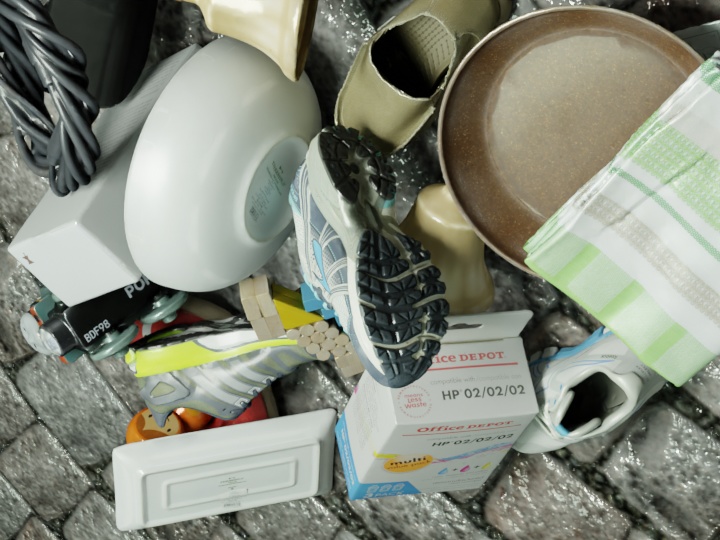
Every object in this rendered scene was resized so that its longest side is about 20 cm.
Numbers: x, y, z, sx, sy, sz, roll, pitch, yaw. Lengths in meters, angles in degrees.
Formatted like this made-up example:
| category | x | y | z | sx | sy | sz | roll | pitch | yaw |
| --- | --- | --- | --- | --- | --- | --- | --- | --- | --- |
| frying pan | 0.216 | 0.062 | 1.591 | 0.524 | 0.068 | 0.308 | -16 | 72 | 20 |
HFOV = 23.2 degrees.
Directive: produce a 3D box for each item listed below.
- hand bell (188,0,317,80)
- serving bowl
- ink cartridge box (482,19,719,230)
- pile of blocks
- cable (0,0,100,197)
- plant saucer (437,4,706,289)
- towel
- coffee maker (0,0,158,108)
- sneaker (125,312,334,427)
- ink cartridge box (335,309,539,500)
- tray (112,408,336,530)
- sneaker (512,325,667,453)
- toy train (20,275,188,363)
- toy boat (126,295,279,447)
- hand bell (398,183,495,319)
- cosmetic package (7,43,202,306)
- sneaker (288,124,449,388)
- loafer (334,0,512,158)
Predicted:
| category | x | y | z | sx | sy | sz | roll | pitch | yaw |
| --- | --- | --- | --- | --- | --- | --- | --- | --- | --- |
| hand bell | -0.133 | -0.199 | 1.218 | 0.200 | 0.104 | 0.104 | 10 | 131 | 3 |
| serving bowl | -0.087 | -0.071 | 1.298 | 0.066 | 0.200 | 0.200 | 24 | 134 | 26 |
| ink cartridge box | 0.198 | -0.088 | 1.168 | 0.200 | 0.050 | 0.162 | -13 | 113 | 23 |
| pile of blocks | -0.008 | 0.036 | 1.390 | 0.200 | 0.062 | 0.082 | 27 | 119 | -27 |
| cable | -0.230 | -0.139 | 1.256 | 0.163 | 0.051 | 0.200 | 29 | 143 | 47 |
| plant saucer | 0.150 | -0.082 | 1.138 | 0.200 | 0.037 | 0.201 | 9 | 120 | 16 |
| towel | 0.215 | -0.025 | 1.107 | 0.149 | 0.031 | 0.200 | 40 | 124 | -4 |
| coffee maker | -0.189 | -0.224 | 1.321 | 0.192 | 0.135 | 0.200 | 36 | 138 | 12 |
| sneaker | -0.095 | 0.080 | 1.472 | 0.200 | 0.074 | 0.081 | -9 | 105 | 10 |
| ink cartridge box | 0.060 | 0.106 | 1.336 | 0.200 | 0.115 | 0.068 | 114 | 148 | -59 |
| tray | -0.116 | 0.182 | 1.543 | 0.022 | 0.200 | 0.108 | -114 | 21 | -46 |
| sneaker | 0.155 | 0.098 | 1.307 | 0.075 | 0.087 | 0.200 | 46 | 141 | -1 |
| toy train | -0.193 | 0.006 | 1.463 | 0.114 | 0.200 | 0.085 | -5 | 120 | 59 |
| toy boat | -0.158 | 0.123 | 1.562 | 0.130 | 0.131 | 0.200 | 8 | 125 | 37 |
| hand bell | 0.078 | -0.074 | 1.257 | 0.104 | 0.104 | 0.200 | 32 | 125 | 18 |
| cosmetic package | -0.177 | -0.075 | 1.367 | 0.101 | 0.200 | 0.071 | -17 | 125 | 47 |
| sneaker | 0.000 | 0.000 | 1.251 | 0.086 | 0.077 | 0.200 | -47 | 50 | 45 |
| loafer | 0.030 | -0.143 | 1.243 | 0.076 | 0.067 | 0.200 | 45 | 137 | 8 |
